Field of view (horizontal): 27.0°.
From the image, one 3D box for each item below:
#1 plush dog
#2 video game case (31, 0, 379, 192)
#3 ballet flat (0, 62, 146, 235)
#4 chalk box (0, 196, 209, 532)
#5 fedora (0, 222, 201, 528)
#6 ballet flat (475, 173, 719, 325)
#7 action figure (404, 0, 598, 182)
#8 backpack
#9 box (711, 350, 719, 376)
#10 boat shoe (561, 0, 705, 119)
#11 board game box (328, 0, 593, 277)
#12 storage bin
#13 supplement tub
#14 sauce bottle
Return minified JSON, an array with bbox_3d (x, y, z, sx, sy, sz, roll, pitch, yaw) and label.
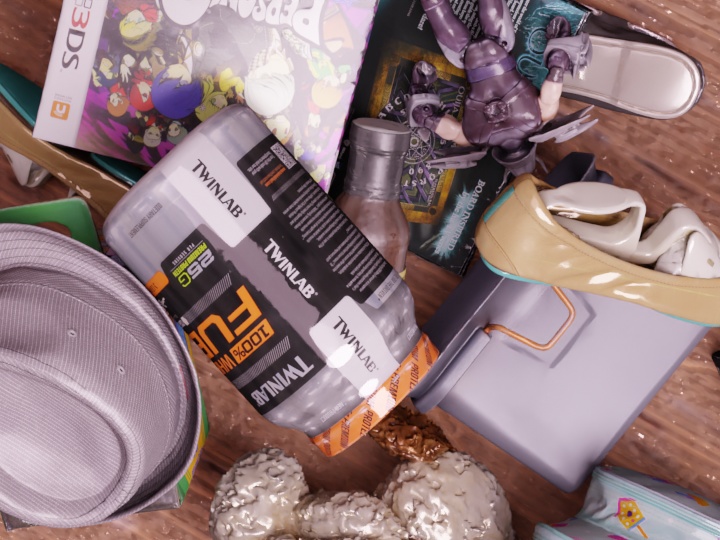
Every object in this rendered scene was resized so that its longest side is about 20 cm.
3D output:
[{"bbox_3d":[0.024,0.186,0.973,0.171,0.160,0.201,-36,111,-19],"label":"plush dog"},{"bbox_3d":[-0.096,-0.151,0.972,0.198,0.036,0.183,14,102,-11],"label":"video game case"},{"bbox_3d":[-0.204,-0.069,1.049,0.199,0.069,0.063,36,106,6],"label":"ballet flat"},{"bbox_3d":[-0.185,0.048,0.987,0.124,0.124,0.202,-8,107,6],"label":"chalk box"},{"bbox_3d":[-0.192,0.078,0.884,0.200,0.090,0.177,44,105,-10],"label":"fedora"},{"bbox_3d":[0.165,-0.013,0.883,0.198,0.069,0.063,9,128,-25],"label":"ballet flat"},{"bbox_3d":[0.078,-0.144,0.954,0.129,0.069,0.201,-19,111,10],"label":"action figure"},{"bbox_3d":[0.180,0.209,0.923,0.175,0.200,0.155,24,97,21],"label":"backpack"},{"bbox_3d":[0.354,0.087,0.990,0.198,0.079,0.142,-22,90,4],"label":"box"},{"bbox_3d":[0.139,-0.152,1.031,0.198,0.057,0.067,21,107,9],"label":"boat shoe"},{"bbox_3d":[0.054,-0.113,1.016,0.134,0.028,0.201,28,107,7],"label":"board game box"},{"bbox_3d":[0.134,0.042,0.987,0.134,0.146,0.201,38,92,-6],"label":"storage bin"},{"bbox_3d":[-0.052,0.008,0.919,0.122,0.123,0.200,-43,92,3],"label":"supplement tub"},{"bbox_3d":[0.000,0.000,1.004,0.064,0.065,0.202,12,106,5],"label":"sauce bottle"}]
